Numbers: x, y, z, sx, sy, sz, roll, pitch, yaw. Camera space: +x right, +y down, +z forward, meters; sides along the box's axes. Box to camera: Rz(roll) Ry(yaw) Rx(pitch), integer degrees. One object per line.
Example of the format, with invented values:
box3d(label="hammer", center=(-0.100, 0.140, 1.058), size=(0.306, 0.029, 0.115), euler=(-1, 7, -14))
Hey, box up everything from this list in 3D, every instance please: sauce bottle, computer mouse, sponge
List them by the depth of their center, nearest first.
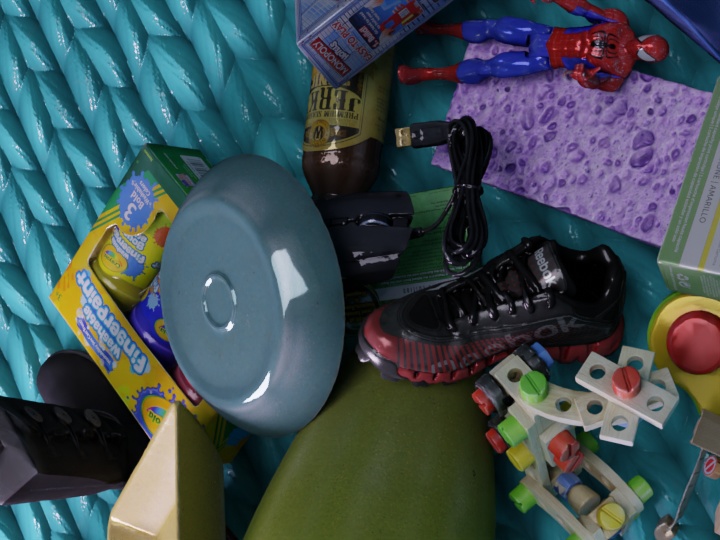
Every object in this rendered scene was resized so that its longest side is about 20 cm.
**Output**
box3d(label="computer mouse", center=(0.002, -0.049, 1.002), size=(0.198, 0.046, 0.142), euler=(-13, 50, 33))
box3d(label="sponge", center=(0.153, -0.099, 1.027), size=(0.198, 0.030, 0.113), euler=(22, 96, 28))
box3d(label="sauce bottle", center=(-0.011, -0.107, 1.085), size=(0.064, 0.065, 0.203), euler=(1, 79, 28))

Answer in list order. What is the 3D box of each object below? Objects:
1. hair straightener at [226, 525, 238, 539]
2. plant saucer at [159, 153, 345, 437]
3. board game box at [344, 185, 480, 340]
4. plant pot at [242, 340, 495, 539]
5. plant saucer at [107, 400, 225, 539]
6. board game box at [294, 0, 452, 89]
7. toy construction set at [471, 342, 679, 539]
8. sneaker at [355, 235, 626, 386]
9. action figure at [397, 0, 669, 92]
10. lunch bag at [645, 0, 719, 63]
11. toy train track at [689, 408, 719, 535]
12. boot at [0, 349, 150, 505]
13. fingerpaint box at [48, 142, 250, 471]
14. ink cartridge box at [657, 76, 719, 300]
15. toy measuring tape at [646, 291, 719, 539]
box3d(label="hair straightener", center=(-0.086, 0.281, 1.130), size=(0.200, 0.041, 0.077), euler=(42, 106, 19))
box3d(label="plant saucer", center=(-0.088, 0.021, 1.001), size=(0.199, 0.036, 0.203), euler=(11, 105, 48))
box3d(label="board game box", center=(0.000, 0.000, 1.107), size=(0.198, 0.023, 0.106), euler=(-8, 81, 28))
box3d(label="plant pot", center=(0.021, 0.147, 1.004), size=(0.185, 0.187, 0.202), euler=(4, 66, 28))
box3d(label="plant saucer", center=(-0.142, 0.231, 1.049), size=(0.200, 0.048, 0.202), euler=(125, 148, -47))
box3d(label="board game box", center=(0.011, -0.243, 1.038), size=(0.200, 0.062, 0.200), euler=(-46, 48, 1))
box3d(label="toy construction set", center=(0.141, 0.118, 0.933), size=(0.091, 0.201, 0.131), euler=(-28, 56, -21))
box3d(label="sneaker", center=(0.094, 0.023, 0.960), size=(0.099, 0.198, 0.071), euler=(103, 155, -50))
box3d(label="action figure", center=(0.111, -0.159, 0.987), size=(0.197, 0.099, 0.066), euler=(5, 88, 25))
box3d(label="lunch bag", center=(0.215, -0.237, 0.909), size=(0.133, 0.199, 0.136), euler=(-50, 62, 13))
box3d(label="toy train track", center=(0.275, 0.080, 0.938), size=(0.202, 0.114, 0.032), euler=(-67, 18, -4))
box3d(label="boot", center=(-0.255, 0.118, 1.134), size=(0.164, 0.199, 0.066), euler=(37, 103, 25))
box3d(label="fingerpaint box", center=(-0.139, 0.028, 1.133), size=(0.200, 0.073, 0.167), euler=(49, 116, 26))
box3d(label="ink cartridge box", center=(0.305, -0.038, 0.899), size=(0.198, 0.048, 0.147), euler=(13, 68, 27))
box3d(label="toy measuring tape", center=(0.215, 0.080, 0.962), size=(0.073, 0.073, 0.202), euler=(24, 104, 27))
